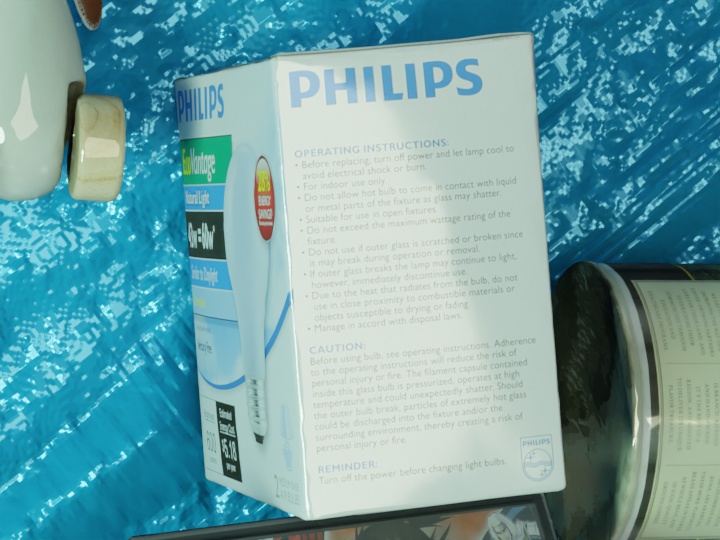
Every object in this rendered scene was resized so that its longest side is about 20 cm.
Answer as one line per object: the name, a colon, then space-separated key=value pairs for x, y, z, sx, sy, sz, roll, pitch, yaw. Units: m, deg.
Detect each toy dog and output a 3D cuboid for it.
toy dog: x=-0.159 y=-0.111 z=1.270 sx=0.131 sy=0.096 sz=0.201 roll=22 pitch=71 yaw=-12

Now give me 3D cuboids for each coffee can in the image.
coffee can: x=0.201 y=0.068 z=1.333 sx=0.198 sy=0.146 sz=0.148 roll=1 pitch=92 yaw=-16

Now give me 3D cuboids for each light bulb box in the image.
light bulb box: x=0.000 y=0.000 z=1.248 sx=0.124 sy=0.198 sz=0.202 roll=-5 pitch=92 yaw=-16

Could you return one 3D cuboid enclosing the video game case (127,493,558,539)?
video game case: x=0.011 y=0.189 z=1.155 sx=0.199 sy=0.026 sz=0.182 roll=-5 pitch=64 yaw=-22
